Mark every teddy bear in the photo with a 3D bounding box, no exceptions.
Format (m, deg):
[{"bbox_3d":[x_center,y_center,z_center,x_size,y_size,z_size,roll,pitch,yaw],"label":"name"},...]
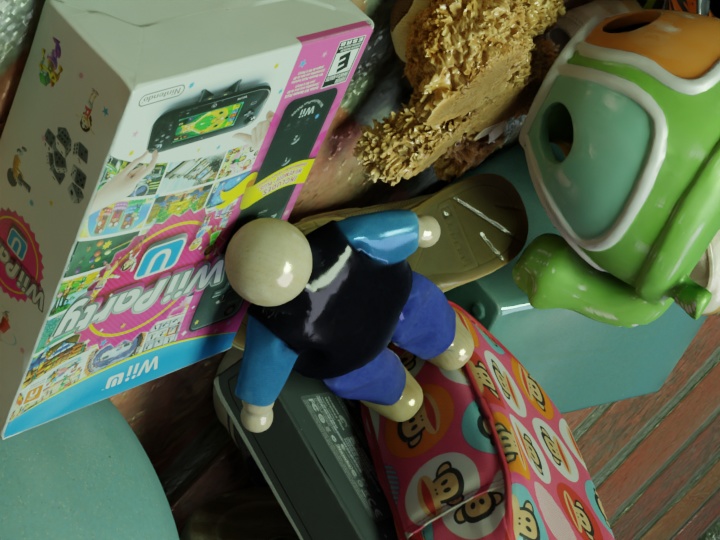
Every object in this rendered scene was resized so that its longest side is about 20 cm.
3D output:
[{"bbox_3d":[0.056,-0.107,0.922,0.145,0.067,0.200,-44,167,20],"label":"teddy bear"}]

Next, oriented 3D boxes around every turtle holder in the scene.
[{"bbox_3d":[0.155,-0.057,0.922,0.141,0.131,0.186,-53,168,-23],"label":"turtle holder"}]

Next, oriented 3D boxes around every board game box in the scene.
[{"bbox_3d":[-0.093,-0.034,0.763,0.147,0.064,0.200,-22,149,-45],"label":"board game box"}]

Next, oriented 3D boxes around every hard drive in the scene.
[{"bbox_3d":[0.005,0.108,0.988,0.033,0.140,0.200,-36,167,19],"label":"hard drive"}]

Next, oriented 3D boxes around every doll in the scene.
[{"bbox_3d":[-0.010,0.025,0.841,0.136,0.048,0.200,-45,152,2],"label":"doll"}]

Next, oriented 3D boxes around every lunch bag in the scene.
[{"bbox_3d":[0.085,0.129,0.967,0.082,0.201,0.176,-35,131,18],"label":"lunch bag"}]

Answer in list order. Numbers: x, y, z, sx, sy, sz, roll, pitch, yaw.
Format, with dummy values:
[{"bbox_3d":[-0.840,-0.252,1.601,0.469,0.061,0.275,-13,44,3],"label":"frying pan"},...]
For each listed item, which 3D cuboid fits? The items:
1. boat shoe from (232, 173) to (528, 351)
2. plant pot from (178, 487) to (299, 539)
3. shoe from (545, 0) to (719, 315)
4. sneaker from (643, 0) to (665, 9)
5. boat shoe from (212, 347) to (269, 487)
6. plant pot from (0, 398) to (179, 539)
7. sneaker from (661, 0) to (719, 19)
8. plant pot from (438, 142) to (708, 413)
[{"bbox_3d":[0.000,-0.003,0.965,0.200,0.074,0.063,-24,-175,-28],"label":"boat shoe"},{"bbox_3d":[-0.054,0.230,1.004,0.200,0.199,0.174,-17,125,-51],"label":"plant pot"},{"bbox_3d":[0.163,-0.064,1.023,0.053,0.201,0.070,-18,176,-39],"label":"shoe"},{"bbox_3d":[0.222,-0.184,1.079,0.200,0.074,0.084,-55,174,28],"label":"sneaker"},{"bbox_3d":[-0.028,0.121,1.069,0.075,0.093,0.200,-35,144,-15],"label":"boat shoe"},{"bbox_3d":[-0.167,0.178,0.901,0.200,0.135,0.200,-37,156,-20],"label":"plant pot"},{"bbox_3d":[0.209,-0.131,0.989,0.077,0.112,0.201,-15,123,9],"label":"sneaker"},{"bbox_3d":[0.114,0.007,1.117,0.199,0.141,0.142,-14,143,-40],"label":"plant pot"}]
